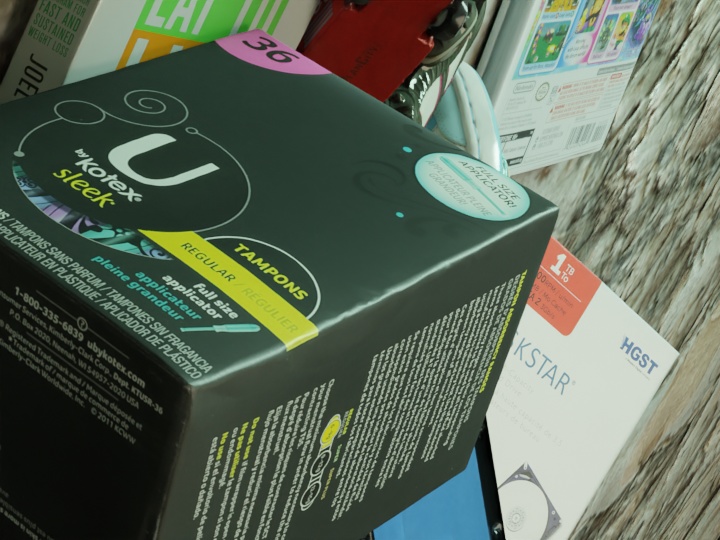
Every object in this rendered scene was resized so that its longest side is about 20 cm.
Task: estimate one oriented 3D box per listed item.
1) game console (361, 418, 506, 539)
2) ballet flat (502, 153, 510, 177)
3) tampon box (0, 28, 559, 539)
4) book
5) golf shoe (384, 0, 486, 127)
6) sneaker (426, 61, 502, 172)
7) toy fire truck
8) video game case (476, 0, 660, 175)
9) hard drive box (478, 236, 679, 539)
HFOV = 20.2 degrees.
[{"bbox_3d":[0.039,0.162,1.007,0.172,0.119,0.200,-146,-136,-75],"label":"game console"},{"bbox_3d":[0.000,0.000,1.043,0.200,0.067,0.062,-44,-179,-29],"label":"ballet flat"},{"bbox_3d":[-0.057,0.019,0.702,0.200,0.150,0.126,-26,142,-49],"label":"tampon box"},{"bbox_3d":[-0.089,-0.066,0.773,0.134,0.048,0.200,-3,122,-63],"label":"book"},{"bbox_3d":[0.002,-0.068,0.926,0.200,0.077,0.088,-56,165,-12],"label":"golf shoe"},{"bbox_3d":[-0.003,-0.023,0.972,0.080,0.130,0.200,123,-28,-58],"label":"sneaker"},{"bbox_3d":[0.019,-0.158,0.834,0.200,0.049,0.141,-46,-146,40],"label":"toy fire truck"},{"bbox_3d":[0.127,-0.144,1.178,0.200,0.024,0.182,-18,132,-59],"label":"video game case"},{"bbox_3d":[0.062,0.082,1.137,0.156,0.077,0.200,39,77,-31],"label":"hard drive box"}]
